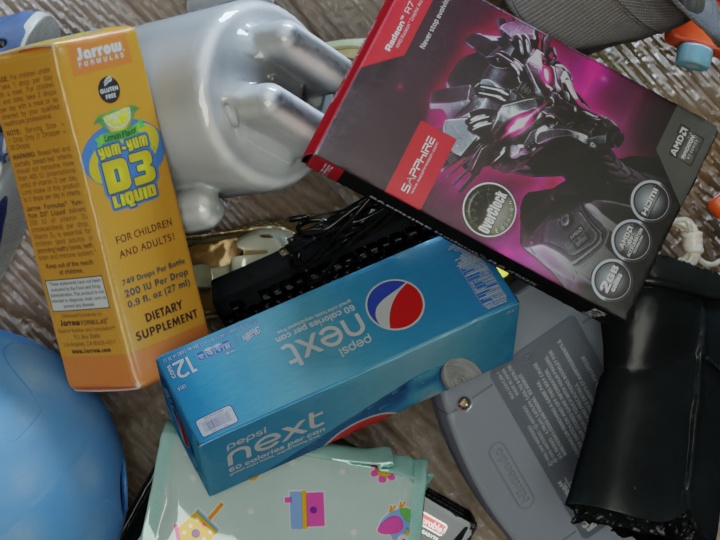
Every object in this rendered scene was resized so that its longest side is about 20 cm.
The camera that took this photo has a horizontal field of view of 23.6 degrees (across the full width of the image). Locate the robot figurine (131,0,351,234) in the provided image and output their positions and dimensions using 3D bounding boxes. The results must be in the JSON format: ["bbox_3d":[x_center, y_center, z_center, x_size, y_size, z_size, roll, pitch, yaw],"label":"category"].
[{"bbox_3d":[-0.097,-0.098,1.040,0.113,0.200,0.170,33,64,-40],"label":"robot figurine"}]

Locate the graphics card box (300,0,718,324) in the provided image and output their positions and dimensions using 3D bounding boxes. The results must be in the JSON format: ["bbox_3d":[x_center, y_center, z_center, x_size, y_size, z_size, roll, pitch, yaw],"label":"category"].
[{"bbox_3d":[0.083,-0.069,0.960,0.200,0.051,0.126,29,82,-5],"label":"graphics card box"}]

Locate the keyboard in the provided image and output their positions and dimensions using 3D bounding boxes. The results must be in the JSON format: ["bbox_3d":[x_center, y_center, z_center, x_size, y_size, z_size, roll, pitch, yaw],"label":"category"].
[{"bbox_3d":[0.000,0.000,1.029,0.200,0.040,0.104,-24,135,19],"label":"keyboard"}]

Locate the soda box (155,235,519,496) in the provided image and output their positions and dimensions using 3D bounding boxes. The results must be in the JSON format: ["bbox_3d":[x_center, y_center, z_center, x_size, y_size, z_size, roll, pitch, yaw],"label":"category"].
[{"bbox_3d":[-0.011,0.051,0.984,0.200,0.068,0.064,-23,60,-13],"label":"soda box"}]

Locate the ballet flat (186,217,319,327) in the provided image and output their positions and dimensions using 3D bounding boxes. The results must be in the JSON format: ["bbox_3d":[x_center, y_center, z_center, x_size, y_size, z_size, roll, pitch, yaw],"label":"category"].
[{"bbox_3d":[-0.093,0.006,1.093,0.199,0.065,0.071,-10,89,-1],"label":"ballet flat"}]

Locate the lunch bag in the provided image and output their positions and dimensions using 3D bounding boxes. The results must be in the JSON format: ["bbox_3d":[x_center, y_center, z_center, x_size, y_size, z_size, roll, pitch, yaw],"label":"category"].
[{"bbox_3d":[-0.053,0.192,1.030,0.170,0.122,0.201,10,98,0],"label":"lunch bag"}]

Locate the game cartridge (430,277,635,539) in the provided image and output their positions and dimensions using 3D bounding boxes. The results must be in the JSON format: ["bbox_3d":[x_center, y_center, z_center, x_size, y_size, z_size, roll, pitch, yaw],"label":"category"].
[{"bbox_3d":[0.124,0.099,1.084,0.133,0.040,0.200,-34,110,-12],"label":"game cartridge"}]

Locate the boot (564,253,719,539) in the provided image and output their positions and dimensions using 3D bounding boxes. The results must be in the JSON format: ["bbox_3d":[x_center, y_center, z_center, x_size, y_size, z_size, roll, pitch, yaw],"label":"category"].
[{"bbox_3d":[0.210,0.089,1.052,0.200,0.076,0.169,15,79,-36],"label":"boot"}]

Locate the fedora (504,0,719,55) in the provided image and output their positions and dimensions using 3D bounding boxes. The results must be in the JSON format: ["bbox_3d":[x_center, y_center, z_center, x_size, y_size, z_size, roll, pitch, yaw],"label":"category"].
[{"bbox_3d":[0.129,-0.185,1.013,0.090,0.200,0.177,-37,119,24],"label":"fedora"}]

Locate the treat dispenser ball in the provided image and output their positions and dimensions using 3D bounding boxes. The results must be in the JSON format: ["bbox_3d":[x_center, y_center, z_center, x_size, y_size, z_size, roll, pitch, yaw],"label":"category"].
[{"bbox_3d":[-0.240,0.133,1.030,0.200,0.201,0.202,0,93,-1],"label":"treat dispenser ball"}]

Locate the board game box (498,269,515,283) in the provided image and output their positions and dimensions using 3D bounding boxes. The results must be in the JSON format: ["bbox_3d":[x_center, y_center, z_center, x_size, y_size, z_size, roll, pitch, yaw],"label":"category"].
[{"bbox_3d":[0.090,-0.040,1.102,0.101,0.048,0.200,27,92,-2],"label":"board game box"}]

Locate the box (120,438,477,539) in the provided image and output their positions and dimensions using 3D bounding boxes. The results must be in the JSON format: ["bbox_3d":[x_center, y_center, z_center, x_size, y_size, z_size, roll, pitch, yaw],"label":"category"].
[{"bbox_3d":[-0.049,0.180,1.112,0.200,0.046,0.159,30,92,-2],"label":"box"}]

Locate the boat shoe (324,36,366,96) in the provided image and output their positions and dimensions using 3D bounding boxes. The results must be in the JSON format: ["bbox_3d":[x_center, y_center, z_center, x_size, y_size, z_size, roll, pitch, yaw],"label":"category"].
[{"bbox_3d":[0.020,-0.094,1.044,0.200,0.076,0.072,5,137,32],"label":"boat shoe"}]

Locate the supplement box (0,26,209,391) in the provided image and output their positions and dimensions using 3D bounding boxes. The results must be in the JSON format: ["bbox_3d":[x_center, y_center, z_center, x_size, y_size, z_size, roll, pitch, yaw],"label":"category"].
[{"bbox_3d":[-0.148,-0.035,0.985,0.069,0.066,0.201,-6,102,43],"label":"supplement box"}]

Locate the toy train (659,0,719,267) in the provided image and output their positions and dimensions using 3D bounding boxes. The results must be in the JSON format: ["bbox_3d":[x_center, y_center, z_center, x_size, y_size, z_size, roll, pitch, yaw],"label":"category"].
[{"bbox_3d":[0.240,-0.089,1.097,0.150,0.056,0.201,10,84,-4],"label":"toy train"}]

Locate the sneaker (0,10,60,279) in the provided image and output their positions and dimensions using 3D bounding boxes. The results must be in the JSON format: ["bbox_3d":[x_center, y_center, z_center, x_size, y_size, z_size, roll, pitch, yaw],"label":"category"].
[{"bbox_3d":[-0.267,-0.080,1.087,0.115,0.081,0.200,19,100,12],"label":"sneaker"}]
